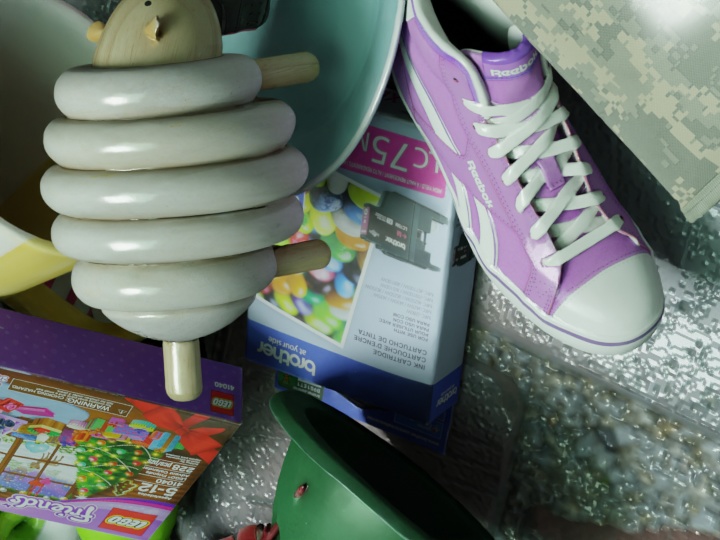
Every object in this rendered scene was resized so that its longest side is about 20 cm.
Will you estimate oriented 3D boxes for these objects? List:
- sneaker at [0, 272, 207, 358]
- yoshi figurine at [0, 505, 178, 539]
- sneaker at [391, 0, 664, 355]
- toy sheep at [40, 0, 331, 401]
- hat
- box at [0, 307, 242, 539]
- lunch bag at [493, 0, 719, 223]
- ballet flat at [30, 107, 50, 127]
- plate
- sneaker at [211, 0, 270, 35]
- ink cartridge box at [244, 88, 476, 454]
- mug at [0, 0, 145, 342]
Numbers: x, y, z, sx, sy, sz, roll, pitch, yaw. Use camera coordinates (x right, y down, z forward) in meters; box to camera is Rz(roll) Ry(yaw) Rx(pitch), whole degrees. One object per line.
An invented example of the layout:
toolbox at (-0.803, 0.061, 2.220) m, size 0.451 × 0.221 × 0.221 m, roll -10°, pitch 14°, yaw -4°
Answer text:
sneaker at (-0.175, 0.023, 1.232) m, size 0.121 × 0.084 × 0.200 m, roll -30°, pitch 86°, yaw 33°
yoshi figurine at (-0.174, 0.161, 1.289) m, size 0.112 × 0.112 × 0.200 m, roll 34°, pitch 124°, yaw -4°
sneaker at (0.076, -0.054, 1.001) m, size 0.201 × 0.073 × 0.114 m, roll 54°, pitch 168°, yaw 11°
toy sheep at (-0.084, -0.038, 1.010) m, size 0.138 × 0.138 × 0.200 m, roll -2°, pitch 98°, yaw 33°
hat at (-0.032, 0.177, 1.128) m, size 0.166 × 0.200 × 0.176 m, roll 39°, pitch 95°, yaw -1°
box at (-0.179, 0.078, 1.138) m, size 0.200 × 0.039 × 0.137 m, roll 15°, pitch 141°, yaw -21°
lunch bag at (0.167, -0.151, 0.917) m, size 0.164 × 0.118 × 0.200 m, roll 48°, pitch 132°, yaw 6°
ballet flat at (-0.130, -0.071, 1.182) m, size 0.071 × 0.071 × 0.200 m, roll -39°, pitch 87°, yaw 38°
plate at (-0.037, -0.135, 1.076) m, size 0.200 × 0.026 × 0.200 m, roll -2°, pitch 88°, yaw 49°
sneaker at (-0.112, -0.170, 1.092) m, size 0.200 × 0.079 × 0.095 m, roll 25°, pitch 122°, yaw 41°
ink cartridge box at (0.000, 0.000, 1.142) m, size 0.119 × 0.042 × 0.200 m, roll 19°, pitch 122°, yaw 25°
mug at (-0.195, -0.030, 1.107) m, size 0.153 × 0.149 × 0.187 m, roll -32°, pitch 84°, yaw 40°
